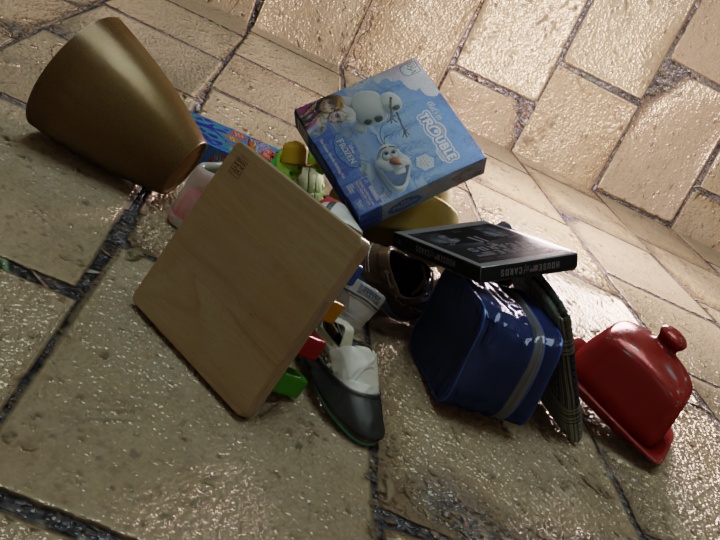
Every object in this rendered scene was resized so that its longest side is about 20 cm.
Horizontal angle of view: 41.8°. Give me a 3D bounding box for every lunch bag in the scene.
[{"bbox_3d":[0.156,0.090,1.161,0.131,0.137,0.200,21,18,-18],"label":"lunch bag"}]

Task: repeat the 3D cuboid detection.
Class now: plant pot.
[{"bbox_3d":[-0.310,-0.204,1.272,0.200,0.187,0.186,40,19,1],"label":"plant pot"},{"bbox_3d":[0.057,-0.124,1.393,0.198,0.191,0.201,13,-14,3],"label":"plant pot"}]

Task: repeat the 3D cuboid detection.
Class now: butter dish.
[{"bbox_3d":[0.389,0.138,1.304,0.200,0.148,0.199,45,20,14],"label":"butter dish"}]

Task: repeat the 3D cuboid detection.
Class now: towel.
[{"bbox_3d":[0.235,0.092,1.226,0.034,0.194,0.201,-14,29,-3],"label":"towel"}]

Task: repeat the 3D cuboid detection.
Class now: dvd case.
[{"bbox_3d":[0.154,-0.027,1.197,0.149,0.025,0.200,-8,17,-28],"label":"dvd case"}]

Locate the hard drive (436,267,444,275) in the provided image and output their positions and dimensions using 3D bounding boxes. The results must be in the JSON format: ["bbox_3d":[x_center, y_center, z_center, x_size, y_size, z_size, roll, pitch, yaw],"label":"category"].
[{"bbox_3d":[0.183,0.027,1.463,0.200,0.025,0.132,41,-6,35],"label":"hard drive"}]

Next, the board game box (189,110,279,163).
[{"bbox_3d":[-0.216,-0.194,1.554,0.198,0.045,0.152,22,19,-19],"label":"board game box"}]

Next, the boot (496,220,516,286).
[{"bbox_3d":[0.213,-0.034,1.428,0.075,0.097,0.200,44,-5,-12],"label":"boot"}]

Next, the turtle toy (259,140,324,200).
[{"bbox_3d":[-0.120,-0.118,1.365,0.100,0.148,0.199,11,9,26],"label":"turtle toy"}]

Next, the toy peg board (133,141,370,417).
[{"bbox_3d":[-0.094,0.013,0.950,0.200,0.200,0.098,39,6,33],"label":"toy peg board"}]

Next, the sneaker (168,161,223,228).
[{"bbox_3d":[-0.145,-0.079,1.251,0.198,0.105,0.075,20,17,-24],"label":"sneaker"}]

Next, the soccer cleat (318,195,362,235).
[{"bbox_3d":[-0.088,-0.038,1.193,0.198,0.069,0.085,-19,47,-32],"label":"soccer cleat"}]

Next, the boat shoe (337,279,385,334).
[{"bbox_3d":[-0.030,0.040,1.146,0.072,0.066,0.200,34,-7,-23],"label":"boat shoe"}]

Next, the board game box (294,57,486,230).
[{"bbox_3d":[0.039,-0.178,1.299,0.197,0.044,0.201,-25,64,-13],"label":"board game box"}]

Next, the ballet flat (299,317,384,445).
[{"bbox_3d":[-0.023,0.097,0.997,0.067,0.069,0.200,12,24,-36],"label":"ballet flat"}]

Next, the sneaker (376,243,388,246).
[{"bbox_3d":[0.000,0.000,1.296,0.199,0.076,0.091,8,32,-41],"label":"sneaker"}]

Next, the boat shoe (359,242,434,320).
[{"bbox_3d":[0.056,0.019,1.233,0.072,0.073,0.199,-3,-18,32],"label":"boat shoe"}]
